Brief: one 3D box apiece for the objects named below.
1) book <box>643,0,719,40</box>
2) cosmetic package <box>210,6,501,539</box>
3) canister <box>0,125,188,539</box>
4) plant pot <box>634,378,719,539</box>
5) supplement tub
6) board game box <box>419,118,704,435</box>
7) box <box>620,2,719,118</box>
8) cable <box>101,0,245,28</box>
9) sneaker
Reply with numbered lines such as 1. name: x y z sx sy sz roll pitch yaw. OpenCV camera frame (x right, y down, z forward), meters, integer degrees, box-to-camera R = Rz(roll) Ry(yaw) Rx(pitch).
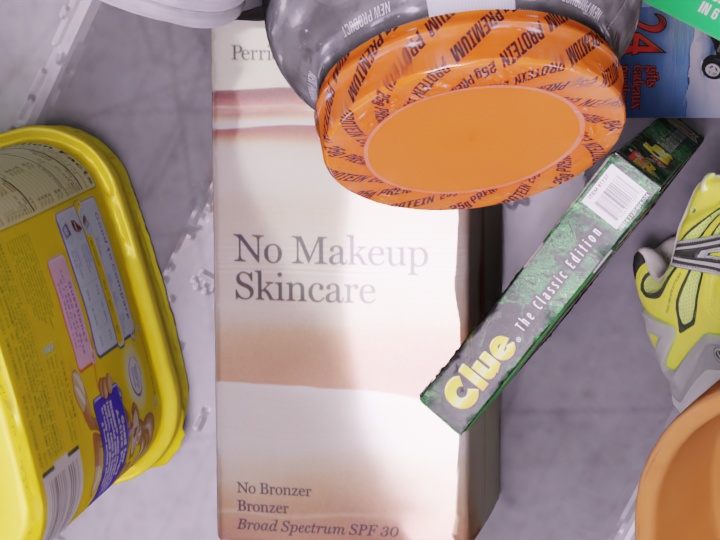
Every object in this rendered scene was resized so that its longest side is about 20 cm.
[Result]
1. book: 0.168 -0.170 0.827 0.133 0.048 0.200 25 107 -11
2. cosmetic package: 0.000 0.000 0.930 0.103 0.087 0.201 0 99 11
3. canister: -0.137 0.028 0.900 0.086 0.200 0.149 -14 96 11
4. plant pot: 0.211 0.083 0.793 0.200 0.140 0.200 28 138 28
5. supplement tub: 0.024 -0.129 0.787 0.122 0.123 0.201 -13 64 12
6. board game box: 0.076 -0.005 0.858 0.023 0.200 0.105 41 103 4
7. box: 0.157 -0.155 0.871 0.136 0.038 0.201 -1 108 -5
8. cable: -0.111 -0.164 0.864 0.069 0.200 0.200 -55 49 20
9. sneaker: 0.154 -0.012 0.865 0.077 0.075 0.200 58 144 13
